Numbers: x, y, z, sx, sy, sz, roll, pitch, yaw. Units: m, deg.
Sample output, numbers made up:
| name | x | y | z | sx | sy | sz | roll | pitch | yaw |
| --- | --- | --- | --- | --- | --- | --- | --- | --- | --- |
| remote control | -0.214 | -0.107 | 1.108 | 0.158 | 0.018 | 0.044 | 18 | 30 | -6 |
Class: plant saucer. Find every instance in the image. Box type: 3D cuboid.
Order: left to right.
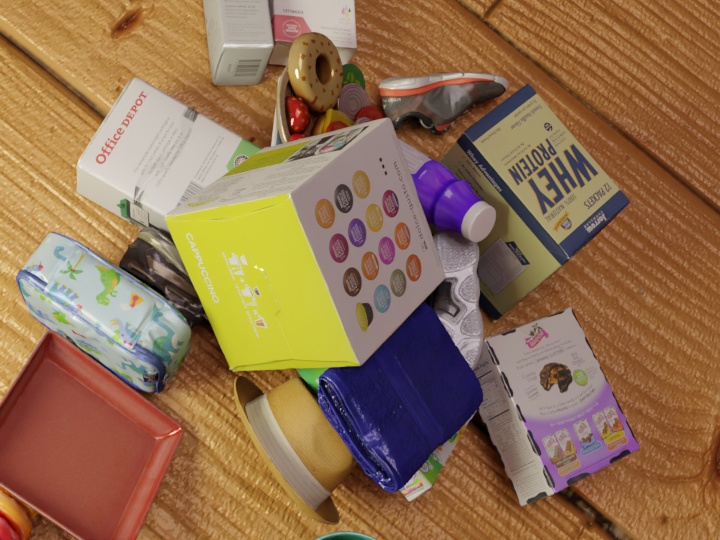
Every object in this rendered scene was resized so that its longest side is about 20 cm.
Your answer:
| name | x | y | z | sx | sy | sz | roll | pitch | yaw |
| --- | --- | --- | --- | --- | --- | --- | --- | --- | --- |
| plant saucer | -0.309 | 0.194 | 1.231 | 0.199 | 0.037 | 0.201 | 40 | 38 | -17 |

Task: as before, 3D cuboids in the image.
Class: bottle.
| name | x | y | z | sx | sy | sz | roll | pitch | yaw |
| --- | --- | --- | --- | --- | --- | --- | --- | --- | --- |
| bottle | 0.077 | -0.100 | 1.370 | 0.065 | 0.084 | 0.199 | -48 | 54 | -10 |

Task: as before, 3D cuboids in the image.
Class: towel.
| name | x | y | z | sx | sy | sz | roll | pitch | yaw |
| --- | --- | --- | --- | --- | --- | --- | --- | --- | --- |
| towel | 0.045 | 0.137 | 1.259 | 0.199 | 0.049 | 0.149 | -35 | 93 | -45 |

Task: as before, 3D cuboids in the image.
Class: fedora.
| name | x | y | z | sx | sy | sz | roll | pitch | yaw |
| --- | --- | --- | --- | --- | --- | --- | --- | --- | --- |
| fedora | -0.062 | 0.186 | 1.272 | 0.081 | 0.201 | 0.202 | -36 | 83 | 4 |

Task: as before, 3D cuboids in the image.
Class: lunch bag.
| name | x | y | z | sx | sy | sz | roll | pitch | yaw |
| --- | --- | --- | --- | --- | --- | --- | --- | --- | --- |
| lunch bag | -0.286 | 0.054 | 1.276 | 0.199 | 0.161 | 0.083 | 34 | 70 | 0 |

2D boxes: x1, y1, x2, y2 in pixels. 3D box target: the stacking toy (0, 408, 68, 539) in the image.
| name | x | y | z | sx | sy | sz | roll | pitch | yaw |
| --- | --- | --- | --- | --- | --- | --- | --- | --- | --- |
| stacking toy | -0.377 | 0.226 | 1.227 | 0.116 | 0.110 | 0.201 | 37 | 53 | -11 |

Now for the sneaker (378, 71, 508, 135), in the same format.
| name | x | y | z | sx | sy | sz | roll | pitch | yaw |
| --- | --- | --- | --- | --- | --- | --- | --- | --- | --- |
| sneaker | 0.114 | -0.230 | 1.558 | 0.197 | 0.077 | 0.083 | -9 | 103 | -23 |

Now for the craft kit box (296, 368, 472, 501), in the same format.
| name | x | y | z | sx | sy | sz | roll | pitch | yaw |
| --- | --- | --- | --- | --- | --- | --- | --- | --- | --- |
| craft kit box | 0.041 | 0.139 | 1.340 | 0.201 | 0.048 | 0.197 | 50 | 30 | -2 |

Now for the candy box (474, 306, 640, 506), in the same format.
| name | x | y | z | sx | sy | sz | roll | pitch | yaw |
| --- | --- | --- | --- | --- | --- | --- | --- | --- | --- |
| candy box | 0.234 | 0.166 | 1.414 | 0.166 | 0.071 | 0.202 | -15 | 75 | -37 |

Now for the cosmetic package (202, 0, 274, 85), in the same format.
| name | x | y | z | sx | sy | sz | roll | pitch | yaw |
| --- | --- | --- | --- | --- | --- | --- | --- | --- | --- |
| cosmetic package | -0.166 | -0.358 | 1.492 | 0.073 | 0.102 | 0.203 | -4 | 71 | -19 |

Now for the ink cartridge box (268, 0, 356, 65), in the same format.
| name | x | y | z | sx | sy | sz | roll | pitch | yaw |
| --- | --- | --- | --- | --- | --- | --- | --- | --- | --- |
| ink cartridge box | -0.071 | -0.382 | 1.547 | 0.115 | 0.068 | 0.203 | 2 | 70 | -16 |

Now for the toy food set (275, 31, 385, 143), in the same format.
| name | x | y | z | sx | sy | sz | roll | pitch | yaw |
| --- | --- | --- | --- | --- | --- | --- | --- | --- | --- |
| toy food set | -0.034 | -0.190 | 1.453 | 0.197 | 0.048 | 0.203 | 33 | 53 | -43 |

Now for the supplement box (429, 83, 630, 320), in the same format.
| name | x | y | z | sx | sy | sz | roll | pitch | yaw |
| --- | --- | --- | --- | --- | --- | --- | --- | --- | --- |
| supplement box | 0.192 | -0.083 | 1.435 | 0.134 | 0.200 | 0.201 | -37 | 84 | -31 |

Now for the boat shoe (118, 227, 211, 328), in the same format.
| name | x | y | z | sx | sy | sz | roll | pitch | yaw |
| --- | --- | --- | --- | --- | --- | --- | --- | --- | --- |
| boat shoe | -0.209 | 0.037 | 1.360 | 0.200 | 0.075 | 0.073 | 42 | 77 | 8 |

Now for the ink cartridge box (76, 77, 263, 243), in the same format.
| name | x | y | z | sx | sy | sz | roll | pitch | yaw |
| --- | --- | --- | --- | --- | --- | --- | --- | --- | --- |
| ink cartridge box | -0.230 | -0.120 | 1.395 | 0.198 | 0.084 | 0.147 | 30 | 65 | -4 |

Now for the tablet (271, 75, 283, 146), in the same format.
| name | x | y | z | sx | sy | sz | roll | pitch | yaw |
| --- | --- | --- | --- | --- | --- | --- | --- | --- | --- |
| tablet | -0.071 | -0.134 | 1.437 | 0.130 | 0.014 | 0.203 | 30 | 56 | -45 |

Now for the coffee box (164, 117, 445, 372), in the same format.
| name | x | y | z | sx | sy | sz | roll | pitch | yaw |
| --- | --- | --- | --- | --- | --- | --- | --- | --- | --- |
| coffee box | -0.058 | -0.024 | 1.254 | 0.198 | 0.198 | 0.202 | -41 | 116 | -45 |

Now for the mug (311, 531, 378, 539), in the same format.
| name | x | y | z | sx | sy | sz | roll | pitch | yaw |
| --- | --- | --- | --- | --- | --- | --- | --- | --- | --- |
| mug | -0.013 | 0.378 | 1.262 | 0.182 | 0.114 | 0.154 | 16 | 66 | -11 |

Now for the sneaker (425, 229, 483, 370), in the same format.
| name | x | y | z | sx | sy | sz | roll | pitch | yaw |
| --- | --- | --- | --- | --- | --- | --- | --- | --- | --- |
| sneaker | 0.111 | 0.053 | 1.400 | 0.074 | 0.114 | 0.203 | 4 | 79 | 0 |
